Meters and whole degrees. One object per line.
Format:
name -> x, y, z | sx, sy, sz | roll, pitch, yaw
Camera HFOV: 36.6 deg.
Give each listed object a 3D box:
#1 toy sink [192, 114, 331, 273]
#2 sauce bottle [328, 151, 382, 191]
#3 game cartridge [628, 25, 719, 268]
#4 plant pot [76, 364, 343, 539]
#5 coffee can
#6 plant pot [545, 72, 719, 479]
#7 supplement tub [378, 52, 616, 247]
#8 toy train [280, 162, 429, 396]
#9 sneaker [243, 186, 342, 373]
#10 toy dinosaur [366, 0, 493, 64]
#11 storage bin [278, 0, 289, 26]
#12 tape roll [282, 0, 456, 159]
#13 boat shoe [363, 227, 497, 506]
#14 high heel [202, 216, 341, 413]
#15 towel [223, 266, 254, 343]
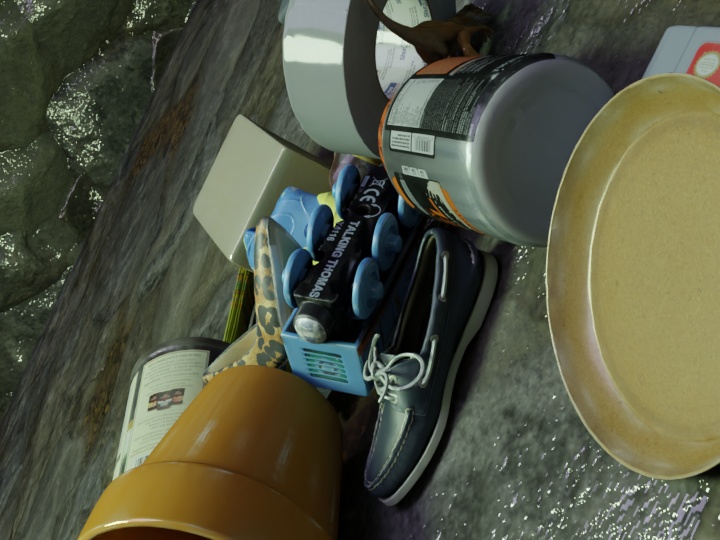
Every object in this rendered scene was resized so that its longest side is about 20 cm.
toy sink -> -0.093, -0.075, 1.201 | 0.132, 0.111, 0.200 | -62, 26, 6
sauce bottle -> 0.006, -0.109, 1.074 | 0.066, 0.065, 0.203 | -29, 43, 56
game cartridge -> 0.201, -0.065, 0.597 | 0.135, 0.040, 0.200 | -67, 22, 6
plant pot -> -0.094, 0.181, 0.834 | 0.200, 0.199, 0.185 | -45, 17, 41
coffee can -> -0.160, 0.187, 1.025 | 0.147, 0.145, 0.202 | -49, 26, 34
plant pot -> 0.158, 0.003, 0.558 | 0.199, 0.027, 0.205 | -178, 90, -68
supplement tub -> 0.089, -0.089, 0.770 | 0.124, 0.121, 0.200 | -64, 21, 1
toy train -> 0.000, 0.000, 0.886 | 0.116, 0.085, 0.201 | 79, -152, -41
sneaker -> -0.065, 0.015, 1.009 | 0.203, 0.104, 0.076 | -69, -14, 13
toy dinosaur -> 0.063, -0.197, 0.943 | 0.061, 0.107, 0.199 | -49, -16, 28
storage bin -> 0.002, -0.305, 1.194 | 0.200, 0.133, 0.148 | -39, 33, 50
tape roll -> 0.013, -0.203, 0.969 | 0.065, 0.200, 0.204 | 11, 74, 31
boat shoe -> 0.039, 0.069, 0.799 | 0.203, 0.061, 0.075 | -67, 23, -3
high heel -> -0.100, 0.041, 0.933 | 0.140, 0.203, 0.072 | 5, 35, 29
towel -> -0.138, 0.085, 1.219 | 0.087, 0.018, 0.203 | 87, -170, -56
